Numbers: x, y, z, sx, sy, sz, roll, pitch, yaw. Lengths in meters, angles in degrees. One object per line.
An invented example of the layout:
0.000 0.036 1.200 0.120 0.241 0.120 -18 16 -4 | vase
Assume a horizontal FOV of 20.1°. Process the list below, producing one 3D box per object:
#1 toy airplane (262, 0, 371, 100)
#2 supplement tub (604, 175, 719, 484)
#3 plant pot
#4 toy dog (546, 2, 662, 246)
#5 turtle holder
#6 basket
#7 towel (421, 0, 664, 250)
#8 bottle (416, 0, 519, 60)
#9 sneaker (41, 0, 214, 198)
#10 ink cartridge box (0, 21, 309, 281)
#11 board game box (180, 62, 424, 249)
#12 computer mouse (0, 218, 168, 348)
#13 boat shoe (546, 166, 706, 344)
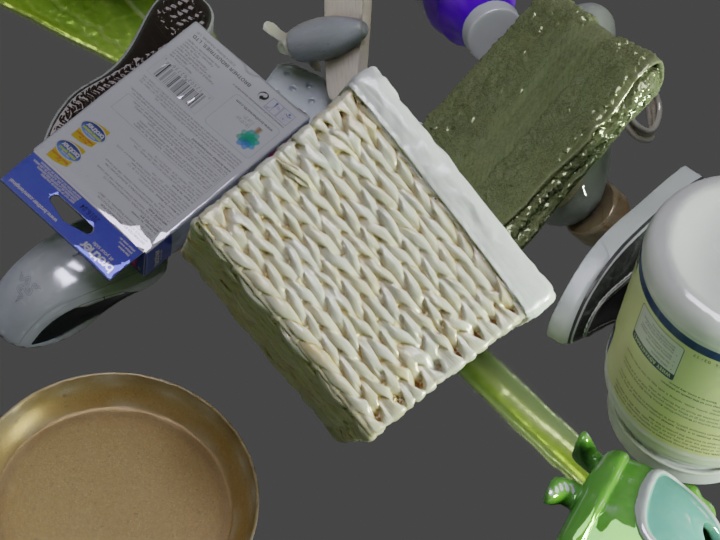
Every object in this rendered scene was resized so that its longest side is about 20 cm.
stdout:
-0.021 -0.261 1.582 0.140 0.200 0.200 2 42 -28 | toy airplane
0.249 0.046 1.406 0.144 0.200 0.146 3 54 -4 | supplement tub
-0.168 0.160 1.382 0.199 0.028 0.201 3 53 -4 | plant pot
0.151 -0.104 1.570 0.096 0.132 0.200 -14 34 33 | toy dog
0.176 0.197 1.343 0.131 0.186 0.142 25 87 12 | turtle holder
0.000 0.000 1.375 0.161 0.198 0.200 -40 90 -9 | basket
0.119 -0.104 1.491 0.200 0.036 0.148 -50 47 4 | towel
0.077 -0.232 1.624 0.065 0.084 0.200 -16 36 -8 | bottle
-0.175 -0.117 1.550 0.073 0.085 0.200 33 62 7 | sneaker
-0.147 -0.081 1.466 0.119 0.042 0.200 41 62 15 | ink cartridge box
-0.021 -0.049 1.550 0.199 0.026 0.200 25 55 11 | board game box
-0.179 -0.012 1.473 0.199 0.044 0.110 -32 66 -13 | computer mouse
0.215 -0.005 1.519 0.064 0.071 0.200 35 56 19 | boat shoe
